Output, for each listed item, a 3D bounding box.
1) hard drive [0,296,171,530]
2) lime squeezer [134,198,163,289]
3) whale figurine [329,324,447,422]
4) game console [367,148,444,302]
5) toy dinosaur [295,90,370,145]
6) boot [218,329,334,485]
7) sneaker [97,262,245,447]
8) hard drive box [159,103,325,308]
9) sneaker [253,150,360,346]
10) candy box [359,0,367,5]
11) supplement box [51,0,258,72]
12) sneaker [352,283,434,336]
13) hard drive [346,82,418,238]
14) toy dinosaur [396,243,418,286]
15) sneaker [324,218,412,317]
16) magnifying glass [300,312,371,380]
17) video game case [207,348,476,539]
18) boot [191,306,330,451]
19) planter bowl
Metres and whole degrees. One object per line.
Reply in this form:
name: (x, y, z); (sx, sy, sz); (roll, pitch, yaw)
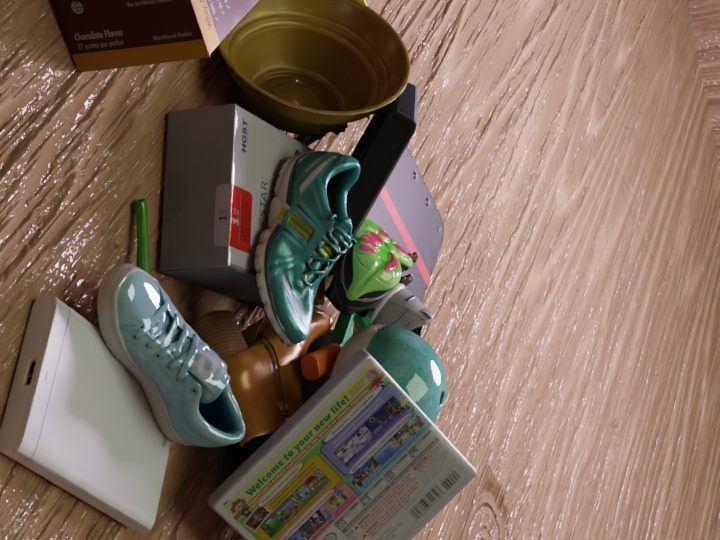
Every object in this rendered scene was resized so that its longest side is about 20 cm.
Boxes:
hard drive: (-0.221, 0.124, 1.304); (0.200, 0.027, 0.132); (48, 45, -54)
lime squeezer: (-0.187, 0.042, 1.392); (0.071, 0.038, 0.200); (-119, -164, -73)
whale figurine: (0.031, 0.154, 1.533); (0.159, 0.104, 0.200); (-29, 121, -66)
game console: (0.042, -0.049, 1.894); (0.200, 0.031, 0.177); (60, 41, -43)
toy dinosaur: (-0.025, -0.217, 1.687); (0.102, 0.077, 0.200); (47, 48, -73)
boot: (-0.075, 0.151, 1.583); (0.200, 0.073, 0.182); (1, 84, -58)
sneaker: (-0.150, 0.073, 1.326); (0.074, 0.082, 0.200); (-60, 140, -36)
hard drive box: (-0.108, -0.056, 1.508); (0.200, 0.077, 0.156); (23, 66, -62)
sneaker: (-0.047, -0.027, 1.451); (0.078, 0.080, 0.200); (48, 46, -54)
candy box: (-0.021, -0.327, 1.733); (0.200, 0.026, 0.102); (64, 0, -40)
supplement box: (-0.174, -0.305, 1.328); (0.200, 0.133, 0.197); (-59, 139, -50)
sneaker: (0.024, 0.107, 1.704); (0.075, 0.082, 0.200); (-30, 144, -46)
hard drive: (0.013, -0.117, 1.598); (0.140, 0.033, 0.200); (-60, -174, 16)
toy dinosaur: (0.008, -0.015, 1.745); (0.077, 0.102, 0.200); (-38, 153, -9)
sneaker: (0.000, 0.000, 1.582); (0.077, 0.084, 0.200); (44, 10, 2)
magnifying glass: (-0.020, 0.082, 1.572); (0.200, 0.022, 0.080); (-20, 100, -74)
video game case: (-0.014, 0.201, 1.455); (0.200, 0.022, 0.182); (-44, 117, -5)
boot: (-0.076, 0.110, 1.511); (0.201, 0.071, 0.144); (1, 60, -55)
planter bowl: (-0.056, -0.196, 1.571); (0.200, 0.200, 0.083); (-65, 176, -45)
